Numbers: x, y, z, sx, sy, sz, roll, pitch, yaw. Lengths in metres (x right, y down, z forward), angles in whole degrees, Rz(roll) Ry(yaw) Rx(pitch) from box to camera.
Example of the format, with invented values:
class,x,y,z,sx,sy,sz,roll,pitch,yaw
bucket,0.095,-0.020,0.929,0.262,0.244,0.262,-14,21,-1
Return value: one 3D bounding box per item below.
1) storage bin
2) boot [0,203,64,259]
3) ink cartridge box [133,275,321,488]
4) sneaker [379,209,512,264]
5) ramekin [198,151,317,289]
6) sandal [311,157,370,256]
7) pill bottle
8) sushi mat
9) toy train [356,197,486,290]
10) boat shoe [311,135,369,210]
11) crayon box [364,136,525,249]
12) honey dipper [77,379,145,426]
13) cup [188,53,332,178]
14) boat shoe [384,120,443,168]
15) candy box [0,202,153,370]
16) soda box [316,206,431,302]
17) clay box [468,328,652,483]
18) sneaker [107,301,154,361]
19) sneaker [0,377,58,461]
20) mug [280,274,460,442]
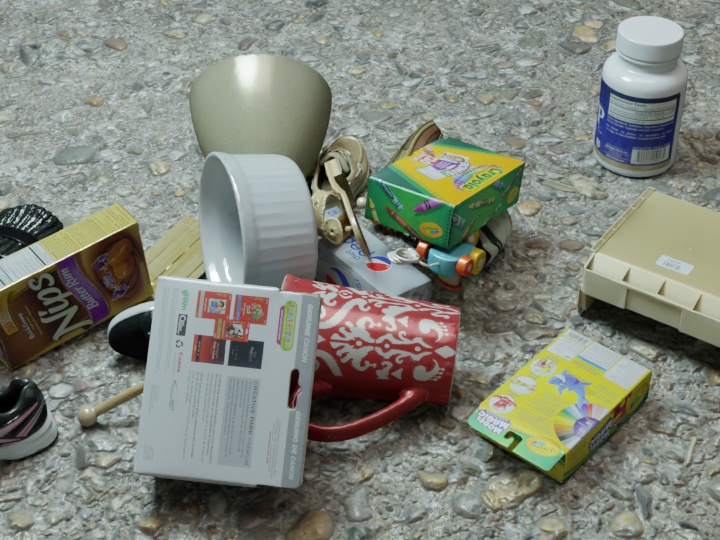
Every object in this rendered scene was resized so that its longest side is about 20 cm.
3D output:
class,x,y,z,sx,sy,sz,roll,pitch,yaw
storage bin,0.392,0.010,1.531,0.199,0.094,0.198,23,43,28
boot,-0.492,-0.026,1.594,0.209,0.080,0.159,16,45,3
ink cartridge box,-0.128,0.117,1.306,0.174,0.202,0.084,6,-7,8
sneaker,0.092,-0.059,1.642,0.198,0.076,0.088,10,45,20
ramekin,-0.124,-0.045,1.529,0.097,0.202,0.201,-7,36,-21
sandal,-0.039,-0.067,1.564,0.069,0.078,0.212,-21,31,3
pill bottle,0.394,-0.245,1.779,0.118,0.201,0.120,0,36,0
sushi mat,-0.242,-0.005,1.623,0.095,0.012,0.200,19,42,22
toy train,0.073,-0.032,1.546,0.149,0.056,0.200,3,27,-9
boat shoe,-0.030,-0.137,1.754,0.071,0.065,0.201,7,37,9
crayon box,0.106,-0.099,1.559,0.118,0.059,0.200,21,29,24
honey dipper,-0.222,0.118,1.388,0.199,0.038,0.038,-27,37,8
cup,-0.135,-0.174,1.727,0.198,0.201,0.144,-2,62,-2
boat shoe,0.078,-0.145,1.772,0.067,0.072,0.200,40,34,-2
candy box,-0.347,0.018,1.494,0.199,0.117,0.056,-29,46,-25
soda box,0.000,0.000,1.571,0.068,0.064,0.200,-23,43,-30
clay box,0.215,0.150,1.382,0.114,0.048,0.199,28,47,32
sneaker,-0.194,0.096,1.438,0.198,0.074,0.112,0,37,1
sneaker,-0.421,0.168,1.332,0.199,0.087,0.080,-27,42,-30
mug,0.004,0.104,1.411,0.198,0.179,0.133,6,-7,2
